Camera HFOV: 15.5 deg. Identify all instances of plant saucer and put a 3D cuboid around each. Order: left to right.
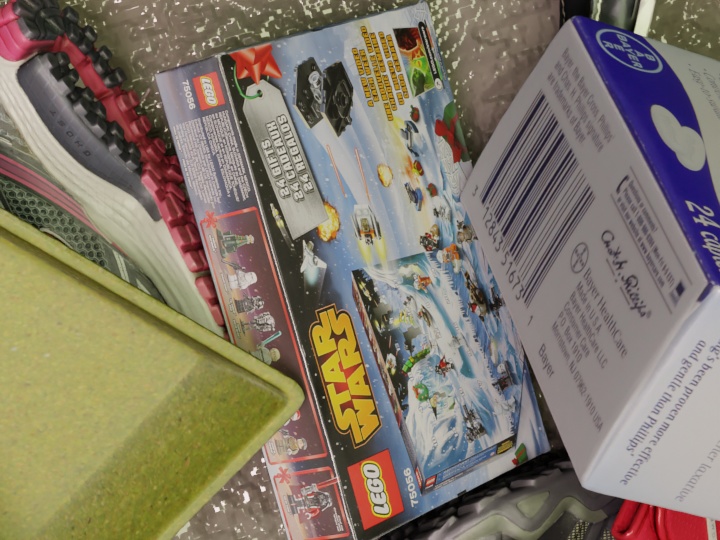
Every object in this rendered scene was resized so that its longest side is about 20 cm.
[{"bbox_3d":[-0.159,0.055,1.014,0.200,0.048,0.200,32,114,-29],"label":"plant saucer"}]

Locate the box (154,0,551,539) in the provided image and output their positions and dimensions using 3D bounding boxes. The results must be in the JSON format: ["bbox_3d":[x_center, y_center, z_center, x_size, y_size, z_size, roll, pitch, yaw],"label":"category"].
[{"bbox_3d":[0.000,0.000,1.073,0.137,0.040,0.200,-20,96,-50],"label":"box"}]

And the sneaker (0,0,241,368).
[{"bbox_3d":[-0.101,-0.016,1.072,0.075,0.081,0.200,-32,102,19],"label":"sneaker"}]

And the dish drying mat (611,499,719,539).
[{"bbox_3d":[0.180,0.132,1.119,0.200,0.018,0.077,42,64,-34],"label":"dish drying mat"}]

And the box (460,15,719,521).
[{"bbox_3d":[0.166,0.010,1.047,0.200,0.184,0.105,15,123,-26],"label":"box"}]

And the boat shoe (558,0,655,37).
[{"bbox_3d":[0.092,-0.159,1.115,0.066,0.074,0.200,9,87,-12],"label":"boat shoe"}]

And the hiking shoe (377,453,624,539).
[{"bbox_3d":[0.098,0.125,1.115,0.200,0.076,0.101,-19,91,-14],"label":"hiking shoe"}]
